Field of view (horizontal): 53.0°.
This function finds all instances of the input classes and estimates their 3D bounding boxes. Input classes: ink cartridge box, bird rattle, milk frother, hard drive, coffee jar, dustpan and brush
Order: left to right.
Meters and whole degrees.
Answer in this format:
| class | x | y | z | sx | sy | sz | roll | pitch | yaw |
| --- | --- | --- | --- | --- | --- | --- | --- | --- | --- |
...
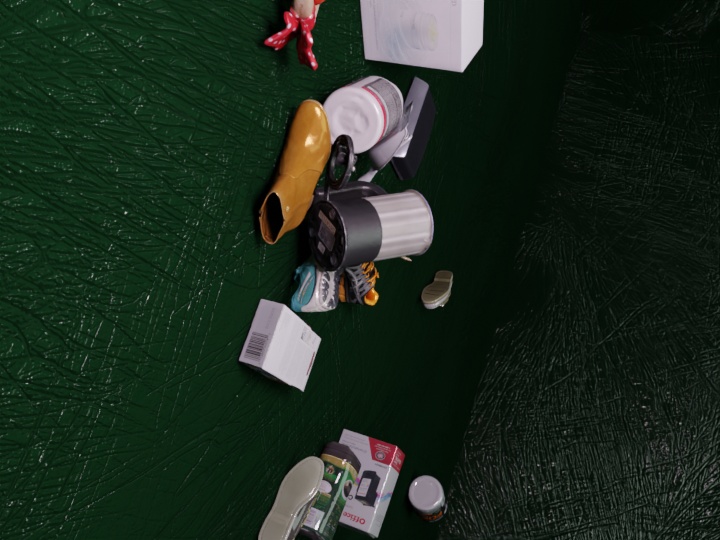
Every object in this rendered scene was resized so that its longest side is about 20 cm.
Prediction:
| class | x | y | z | sx | sy | sz | roll | pitch | yaw |
| --- | --- | --- | --- | --- | --- | --- | --- | --- | --- |
| ink cartridge box | -0.133 | 0.135 | 1.246 | 0.200 | 0.050 | 0.110 | 55 | 51 | -65 |
| bird rattle | -0.070 | -0.399 | 1.029 | 0.164 | 0.111 | 0.202 | -75 | 170 | -56 |
| coffee jar | -0.070 | 0.479 | 1.566 | 0.201 | 0.085 | 0.105 | -64 | 153 | -28 |
| ink cartridge box | -0.001 | 0.491 | 1.666 | 0.083 | 0.144 | 0.201 | 61 | 46 | -59 |
| milk frother | 0.022 | -0.118 | 1.202 | 0.187 | 0.182 | 0.200 | -11 | 154 | -34 |
| dustpan and brush | 0.041 | -0.223 | 1.390 | 0.057 | 0.199 | 0.140 | 44 | 29 | -18 |
| hard drive | 0.121 | -0.318 | 1.640 | 0.135 | 0.042 | 0.202 | 51 | 55 | -64 |

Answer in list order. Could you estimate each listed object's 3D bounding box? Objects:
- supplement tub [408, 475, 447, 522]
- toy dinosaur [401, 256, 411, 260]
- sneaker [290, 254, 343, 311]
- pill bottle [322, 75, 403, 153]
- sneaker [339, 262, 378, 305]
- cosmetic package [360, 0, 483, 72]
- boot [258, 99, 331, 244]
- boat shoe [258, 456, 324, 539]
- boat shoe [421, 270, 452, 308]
| class | x | y | z | sx | sy | sz | roll | pitch | yaw |
| --- | --- | --- | --- | --- | --- | --- | --- | --- | --- |
| supplement tub | 0.236 | 0.797 | 2.501 | 0.201 | 0.121 | 0.123 | 69 | 39 | -55 |
| toy dinosaur | 0.004 | -0.078 | 1.333 | 0.101 | 0.200 | 0.058 | -29 | 143 | -16 |
| sneaker | -0.080 | -0.006 | 1.267 | 0.201 | 0.079 | 0.078 | -81 | 152 | -48 |
| pill bottle | 0.012 | -0.281 | 1.273 | 0.200 | 0.110 | 0.112 | -50 | 148 | -61 |
| sneaker | 0.000 | 0.000 | 1.439 | 0.201 | 0.077 | 0.079 | 88 | 26 | -55 |
| cosmetic package | 0.110 | -0.483 | 1.291 | 0.201 | 0.198 | 0.123 | 83 | 29 | -42 |
| boot | -0.103 | -0.149 | 1.109 | 0.144 | 0.070 | 0.203 | -56 | 160 | -60 |
| boat shoe | -0.133 | 0.464 | 1.423 | 0.202 | 0.071 | 0.061 | -57 | 156 | -28 |
| boat shoe | 0.230 | 0.070 | 2.114 | 0.200 | 0.074 | 0.069 | -45 | 137 | -56 |
